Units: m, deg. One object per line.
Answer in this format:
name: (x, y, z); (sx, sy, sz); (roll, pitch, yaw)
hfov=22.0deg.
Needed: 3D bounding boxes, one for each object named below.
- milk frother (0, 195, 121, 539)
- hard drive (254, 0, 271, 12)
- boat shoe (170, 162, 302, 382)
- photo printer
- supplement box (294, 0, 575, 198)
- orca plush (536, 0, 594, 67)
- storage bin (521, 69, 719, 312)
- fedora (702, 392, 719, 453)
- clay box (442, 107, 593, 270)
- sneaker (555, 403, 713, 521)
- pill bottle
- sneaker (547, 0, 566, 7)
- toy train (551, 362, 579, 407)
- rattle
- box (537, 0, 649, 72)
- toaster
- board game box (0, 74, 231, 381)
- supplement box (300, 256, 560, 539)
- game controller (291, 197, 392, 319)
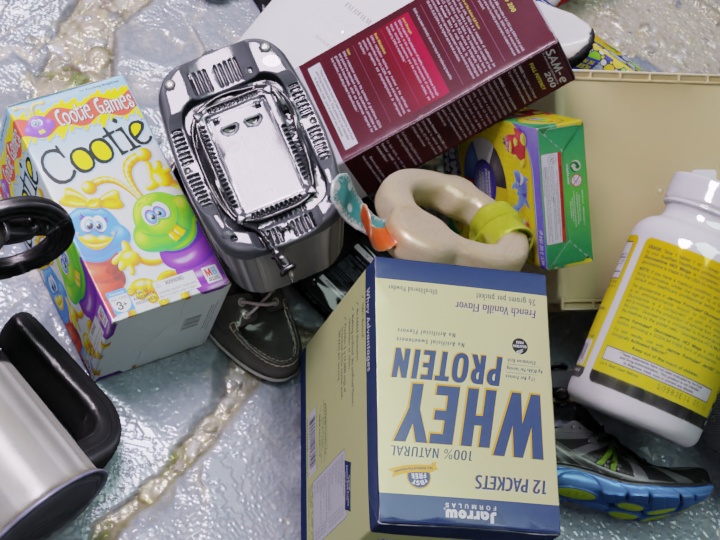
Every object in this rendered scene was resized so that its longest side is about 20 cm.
milk frother: (-0.249, 0.076, 1.311); (0.180, 0.200, 0.188); (-33, 76, -36)
hard drive: (0.011, -0.204, 1.662); (0.139, 0.038, 0.200); (-25, 72, -29)
boat shoe: (-0.108, -0.002, 1.489); (0.067, 0.057, 0.200); (-24, 71, -29)
photo printer: (0.002, -0.197, 1.567); (0.166, 0.069, 0.200); (41, 90, 21)
supplement box: (0.055, -0.154, 1.463); (0.200, 0.061, 0.109); (-29, 57, 7)
orca plush: (0.103, -0.189, 1.623); (0.199, 0.071, 0.105); (-7, 53, 0)
storage bin: (0.234, -0.066, 1.575); (0.198, 0.094, 0.201); (0, 88, -20)
fedora: (0.338, 0.086, 1.534); (0.177, 0.201, 0.090); (-23, 30, -39)
clay box: (0.118, -0.076, 1.516); (0.047, 0.200, 0.115); (-12, 105, -23)
sneaker: (0.193, 0.151, 1.495); (0.199, 0.071, 0.083); (13, 64, -8)
pill bottle: (0.251, 0.029, 1.469); (0.112, 0.112, 0.201); (23, 88, -5)
sneaker: (0.199, -0.332, 1.786); (0.108, 0.067, 0.202); (36, 59, 3)
toy train: (0.177, 0.097, 1.538); (0.199, 0.046, 0.034); (-2, 61, -19)
rattle: (0.030, -0.001, 1.407); (0.130, 0.143, 0.200); (53, 34, 13)
box: (0.176, -0.198, 1.682); (0.200, 0.064, 0.070); (36, 16, 2)
toaster: (-0.076, -0.068, 1.419); (0.113, 0.129, 0.200); (-23, 73, -5)
board game box: (-0.198, -0.034, 1.449); (0.103, 0.105, 0.200); (-19, 68, -26)
supplement box: (0.045, 0.123, 1.370); (0.134, 0.200, 0.201); (6, 66, -16)
game controller: (0.000, 0.000, 1.544); (0.200, 0.042, 0.104); (44, 71, 10)
